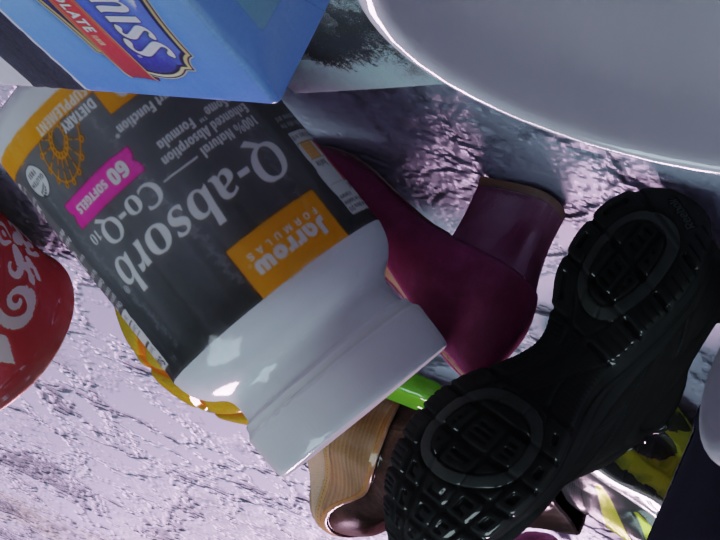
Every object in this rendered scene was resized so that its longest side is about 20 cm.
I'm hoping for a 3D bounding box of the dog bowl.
[{"bbox_3d":[0.102,-0.100,0.676,0.200,0.079,0.200,14,166,4],"label":"dog bowl"}]

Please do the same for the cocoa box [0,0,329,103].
[{"bbox_3d":[-0.061,-0.164,0.604,0.131,0.200,0.133,8,153,38],"label":"cocoa box"}]

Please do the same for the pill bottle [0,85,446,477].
[{"bbox_3d":[-0.060,-0.016,0.969,0.200,0.116,0.116,51,158,4],"label":"pill bottle"}]

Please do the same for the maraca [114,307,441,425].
[{"bbox_3d":[-0.040,0.034,1.161,0.200,0.107,0.137,25,176,-15],"label":"maraca"}]

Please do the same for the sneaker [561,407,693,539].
[{"bbox_3d":[0.161,0.116,1.182,0.200,0.075,0.085,47,158,-23],"label":"sneaker"}]

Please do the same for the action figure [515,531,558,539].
[{"bbox_3d":[0.077,0.195,1.349,0.200,0.134,0.149,-12,138,10],"label":"action figure"}]

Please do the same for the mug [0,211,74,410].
[{"bbox_3d":[-0.293,-0.017,1.307,0.177,0.134,0.200,7,148,37],"label":"mug"}]

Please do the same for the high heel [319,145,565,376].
[{"bbox_3d":[0.000,0.000,1.049,0.200,0.096,0.067,11,154,34],"label":"high heel"}]

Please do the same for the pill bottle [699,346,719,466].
[{"bbox_3d":[0.251,0.073,0.898,0.200,0.120,0.120,30,158,-11],"label":"pill bottle"}]

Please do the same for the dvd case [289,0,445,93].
[{"bbox_3d":[-0.003,-0.124,0.874,0.200,0.022,0.146,1,147,47],"label":"dvd case"}]

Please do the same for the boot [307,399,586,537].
[{"bbox_3d":[0.054,0.137,1.336,0.166,0.072,0.200,16,161,16],"label":"boot"}]

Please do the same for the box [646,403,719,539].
[{"bbox_3d":[0.233,0.179,1.052,0.200,0.197,0.117,32,157,-13],"label":"box"}]

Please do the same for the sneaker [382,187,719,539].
[{"bbox_3d":[0.094,0.061,0.966,0.076,0.200,0.091,46,-176,38],"label":"sneaker"}]
